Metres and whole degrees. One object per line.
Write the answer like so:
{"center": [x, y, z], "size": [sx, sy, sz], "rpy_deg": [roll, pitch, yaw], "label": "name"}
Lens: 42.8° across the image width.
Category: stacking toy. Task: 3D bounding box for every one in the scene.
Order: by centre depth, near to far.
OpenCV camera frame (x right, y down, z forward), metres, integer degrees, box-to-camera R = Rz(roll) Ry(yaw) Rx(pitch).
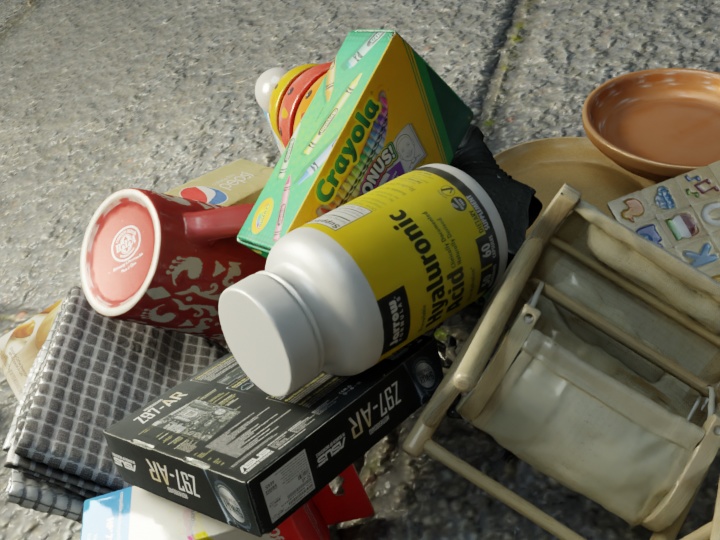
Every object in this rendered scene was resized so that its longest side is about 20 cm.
{"center": [-0.041, -0.147, 0.876], "size": [0.146, 0.146, 0.200], "rpy_deg": [-38, 41, -19], "label": "stacking toy"}

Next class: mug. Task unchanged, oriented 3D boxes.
{"center": [-0.124, -0.018, 0.814], "size": [0.133, 0.200, 0.178], "rpy_deg": [46, 111, 36], "label": "mug"}

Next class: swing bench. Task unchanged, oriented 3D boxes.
{"center": [0.172, 0.082, 0.648], "size": [0.199, 0.130, 0.200], "rpy_deg": [33, 56, 6], "label": "swing bench"}

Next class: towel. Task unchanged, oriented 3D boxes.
{"center": [-0.200, 0.118, 0.781], "size": [0.086, 0.165, 0.200], "rpy_deg": [-50, 26, 33], "label": "towel"}

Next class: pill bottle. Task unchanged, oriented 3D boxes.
{"center": [0.002, 0.007, 0.658], "size": [0.200, 0.111, 0.111], "rpy_deg": [-30, 39, -32], "label": "pill bottle"}

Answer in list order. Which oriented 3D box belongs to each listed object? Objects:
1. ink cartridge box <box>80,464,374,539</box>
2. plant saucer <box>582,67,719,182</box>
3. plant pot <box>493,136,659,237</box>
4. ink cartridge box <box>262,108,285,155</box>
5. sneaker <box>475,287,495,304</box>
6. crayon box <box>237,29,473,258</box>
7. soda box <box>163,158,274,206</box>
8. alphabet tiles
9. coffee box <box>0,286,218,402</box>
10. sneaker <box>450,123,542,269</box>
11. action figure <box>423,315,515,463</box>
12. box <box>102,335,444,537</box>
{"center": [-0.093, 0.203, 0.690], "size": [0.200, 0.116, 0.067], "rpy_deg": [-17, 40, 5], "label": "ink cartridge box"}
{"center": [0.328, -0.146, 0.940], "size": [0.200, 0.038, 0.200], "rpy_deg": [-3, 39, 3], "label": "plant saucer"}
{"center": [0.208, -0.069, 0.915], "size": [0.200, 0.028, 0.200], "rpy_deg": [-4, 41, 4], "label": "plant pot"}
{"center": [-0.012, -0.119, 1.001], "size": [0.125, 0.129, 0.200], "rpy_deg": [-24, 41, -3], "label": "ink cartridge box"}
{"center": [0.109, 0.014, 0.863], "size": [0.088, 0.074, 0.200], "rpy_deg": [-41, 33, -5], "label": "sneaker"}
{"center": [0.000, -0.079, 0.748], "size": [0.058, 0.119, 0.200], "rpy_deg": [17, 76, 47], "label": "crayon box"}
{"center": [-0.151, -0.060, 0.975], "size": [0.068, 0.064, 0.200], "rpy_deg": [18, 26, 17], "label": "soda box"}
{"center": [0.314, -0.017, 0.808], "size": [0.200, 0.006, 0.167], "rpy_deg": [-20, 61, -1], "label": "alphabet tiles"}
{"center": [-0.254, 0.070, 0.929], "size": [0.200, 0.080, 0.114], "rpy_deg": [-35, 43, -17], "label": "coffee box"}
{"center": [0.115, -0.066, 0.831], "size": [0.104, 0.060, 0.200], "rpy_deg": [21, 35, 6], "label": "sneaker"}
{"center": [0.053, 0.076, 0.772], "size": [0.200, 0.119, 0.102], "rpy_deg": [22, 18, 30], "label": "action figure"}
{"center": [-0.060, 0.101, 0.675], "size": [0.160, 0.044, 0.200], "rpy_deg": [5, 27, 41], "label": "box"}
